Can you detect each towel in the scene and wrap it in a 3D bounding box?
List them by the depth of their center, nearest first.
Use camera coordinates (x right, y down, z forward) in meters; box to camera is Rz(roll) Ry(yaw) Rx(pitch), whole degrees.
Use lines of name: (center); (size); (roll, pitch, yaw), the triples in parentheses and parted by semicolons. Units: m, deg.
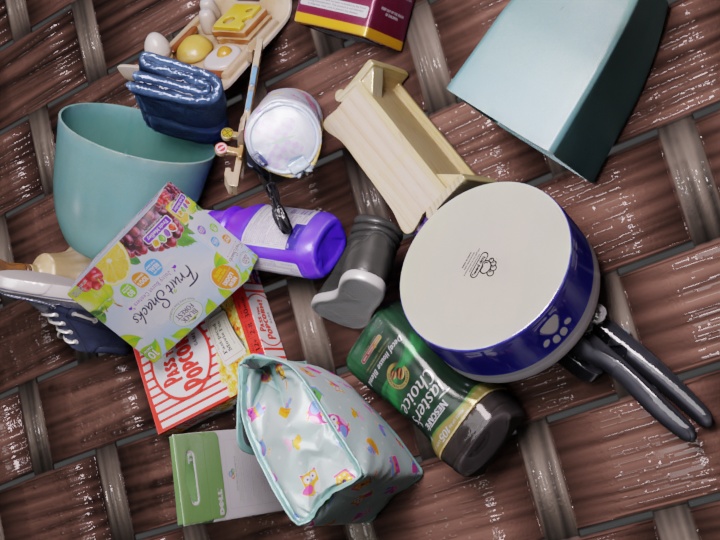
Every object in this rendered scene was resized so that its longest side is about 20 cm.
towel: (-0.213, -0.196, 1.427); (0.111, 0.200, 0.049); (16, 80, -2)

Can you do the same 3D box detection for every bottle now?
bottle: (-0.117, -0.040, 1.465); (0.199, 0.066, 0.084); (8, 48, 32)

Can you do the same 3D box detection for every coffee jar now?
coffee jar: (0.083, 0.131, 1.326); (0.200, 0.085, 0.105); (42, 108, 27)

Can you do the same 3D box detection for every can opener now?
can opener: (0.277, 0.098, 1.232); (0.200, 0.079, 0.063); (36, 67, 25)

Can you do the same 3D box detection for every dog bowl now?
dog bowl: (0.143, 0.011, 1.248); (0.199, 0.079, 0.201); (-18, 54, 26)

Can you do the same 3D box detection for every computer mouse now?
computer mouse: (-0.120, -0.112, 1.451); (0.034, 0.059, 0.201); (-21, 44, -1)

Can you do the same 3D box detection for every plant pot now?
plant pot: (0.220, -0.222, 1.239); (0.141, 0.141, 0.201); (36, 98, 28)
plant pot: (-0.298, -0.101, 1.522); (0.200, 0.200, 0.162); (29, 113, 30)

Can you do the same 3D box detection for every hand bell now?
hand bell: (-0.453, 0.002, 1.595); (0.104, 0.199, 0.105); (-6, 81, 41)

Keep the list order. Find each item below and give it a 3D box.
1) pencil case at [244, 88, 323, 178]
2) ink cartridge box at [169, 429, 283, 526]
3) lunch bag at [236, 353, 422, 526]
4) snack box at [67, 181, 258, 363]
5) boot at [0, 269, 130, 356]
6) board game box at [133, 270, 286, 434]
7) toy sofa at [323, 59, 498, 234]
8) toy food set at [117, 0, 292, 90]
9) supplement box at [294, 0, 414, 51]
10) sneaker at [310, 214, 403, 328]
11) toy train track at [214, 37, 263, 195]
pencil case: (-0.083, -0.162, 1.384); (0.083, 0.200, 0.091); (-44, 101, 8)
ink cartridge box: (-0.170, 0.242, 1.410); (0.059, 0.200, 0.105); (-13, 80, 31)
lunch bag: (-0.050, 0.182, 1.356); (0.122, 0.170, 0.200); (-43, 66, 14)
snack box: (-0.240, 0.007, 1.443); (0.142, 0.053, 0.200); (40, 124, -16)
boot: (-0.385, 0.059, 1.566); (0.073, 0.199, 0.091); (29, 106, 62)
board game box: (-0.195, 0.102, 1.525); (0.199, 0.046, 0.152); (-29, 72, 27)
toy sofa: (0.054, -0.136, 1.363); (0.098, 0.083, 0.200); (-48, 65, 24)
toy food set: (-0.191, -0.297, 1.484); (0.143, 0.061, 0.200); (10, 48, 31)
supplement box: (0.010, -0.372, 1.403); (0.110, 0.085, 0.202); (19, 97, 32)
sneaker: (0.000, 0.000, 1.372); (0.070, 0.200, 0.100); (23, 69, -8)
toy train track: (-0.143, -0.184, 1.399); (0.032, 0.115, 0.201); (8, 66, -2)
